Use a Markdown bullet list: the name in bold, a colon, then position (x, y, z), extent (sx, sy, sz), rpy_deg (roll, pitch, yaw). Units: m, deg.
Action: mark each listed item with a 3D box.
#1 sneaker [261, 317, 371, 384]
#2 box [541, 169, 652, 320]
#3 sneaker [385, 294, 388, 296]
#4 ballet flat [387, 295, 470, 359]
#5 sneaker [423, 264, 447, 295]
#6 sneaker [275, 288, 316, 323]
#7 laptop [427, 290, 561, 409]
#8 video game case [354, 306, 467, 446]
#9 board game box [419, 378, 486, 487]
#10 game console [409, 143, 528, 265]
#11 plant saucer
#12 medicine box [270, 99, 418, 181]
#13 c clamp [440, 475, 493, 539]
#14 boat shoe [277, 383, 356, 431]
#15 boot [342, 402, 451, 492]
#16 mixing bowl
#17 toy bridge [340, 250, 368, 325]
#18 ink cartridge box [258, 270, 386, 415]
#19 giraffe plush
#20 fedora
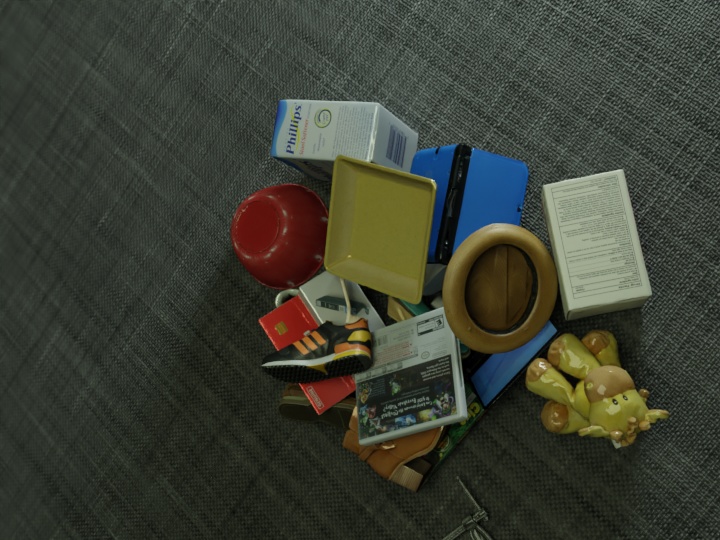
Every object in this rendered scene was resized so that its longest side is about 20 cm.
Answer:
- **sneaker**: position (-0.070, 0.130, 1.571), extent (0.198, 0.070, 0.091), rpy_deg (-10, 55, 23)
- **box**: position (0.361, -0.037, 1.460), extent (0.126, 0.109, 0.203), rpy_deg (-10, 78, 7)
- **sneaker**: position (0.013, -0.038, 1.655), extent (0.071, 0.080, 0.201), rpy_deg (-38, 68, 12)
- **ballet flat**: position (0.111, 0.102, 1.565), extent (0.200, 0.068, 0.064), rpy_deg (47, 130, 43)
- **sneaker**: position (0.147, -0.060, 1.606), extent (0.200, 0.074, 0.116), rpy_deg (-45, 65, 2)
- **sneaker**: position (-0.068, 0.092, 1.679), extent (0.198, 0.079, 0.079), rpy_deg (21, 90, 25)
- **laptop**: position (0.201, 0.091, 1.533), extent (0.200, 0.103, 0.177), rpy_deg (46, 102, 15)
- **video game case**: position (0.074, 0.169, 1.500), extent (0.198, 0.023, 0.184), rpy_deg (-21, 60, 32)
- **board game box**: position (0.120, 0.264, 1.583), extent (0.105, 0.023, 0.201), rpy_deg (47, 109, 26)
- **game console**: position (0.165, -0.094, 1.561), extent (0.170, 0.118, 0.203), rpy_deg (-1, 72, 49)
- **plant saucer**: position (0.039, -0.071, 1.515), extent (0.198, 0.048, 0.203), rpy_deg (20, 112, 34)
- **medicine box**: position (-0.025, -0.220, 1.646), extent (0.198, 0.182, 0.104), rpy_deg (6, 84, 26)
- **c clamp**: position (0.149, 0.469, 1.550), extent (0.200, 0.027, 0.171), rpy_deg (-46, 71, 11)
- **boat shoe**: position (-0.042, 0.230, 1.647), extent (0.197, 0.072, 0.068), rpy_deg (11, 45, 9)
- **boot**: position (0.065, 0.249, 1.553), extent (0.154, 0.077, 0.202), rpy_deg (29, 115, 15)
- **mixing bowl**: position (-0.163, -0.071, 1.733), extent (0.198, 0.108, 0.203), rpy_deg (-4, 81, 24)
- **toy bridge**: position (0.000, 0.000, 1.601), extent (0.066, 0.027, 0.202), rpy_deg (14, 82, 4)
- **ink cartridge box**: position (-0.050, 0.114, 1.614), extent (0.175, 0.045, 0.201), rpy_deg (-32, 79, -15)
- **giraffe plush**: position (0.354, 0.192, 1.380), extent (0.172, 0.162, 0.200), rpy_deg (-41, 92, 0)
- **fedora**: position (0.208, 0.025, 1.465), extent (0.198, 0.082, 0.203), rpy_deg (-2, 100, -11)
